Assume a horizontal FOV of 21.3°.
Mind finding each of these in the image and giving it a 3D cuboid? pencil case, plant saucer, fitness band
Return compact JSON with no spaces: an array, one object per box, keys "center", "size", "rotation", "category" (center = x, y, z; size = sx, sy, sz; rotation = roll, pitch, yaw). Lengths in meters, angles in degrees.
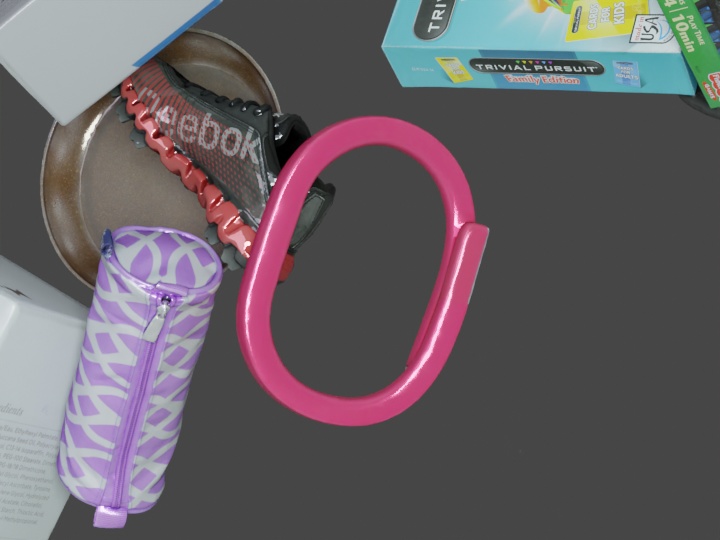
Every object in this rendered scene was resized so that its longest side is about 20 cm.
[{"center":[-0.146,0.066,1.260],"size":[0.086,0.084,0.201],"rotation":[-116,35,-51],"category":"pencil case"},{"center":[-0.137,-0.073,1.361],"size":[0.199,0.032,0.201],"rotation":[-6,76,24],"category":"plant saucer"},{"center":[0.000,0.000,1.229],"size":[0.143,0.037,0.201],"rotation":[19,87,-12],"category":"fitness band"}]

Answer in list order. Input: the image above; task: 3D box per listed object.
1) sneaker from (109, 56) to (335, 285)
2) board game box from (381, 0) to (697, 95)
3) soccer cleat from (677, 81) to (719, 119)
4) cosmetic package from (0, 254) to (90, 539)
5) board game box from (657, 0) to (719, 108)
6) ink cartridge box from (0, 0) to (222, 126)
[{"center":[-0.089,-0.087,1.286],"size":[0.098,0.071,0.201],"rotation":[-44,66,10],"category":"sneaker"},{"center":[0.129,-0.189,1.226],"size":[0.199,0.047,0.152],"rotation":[4,61,26],"category":"board game box"},{"center":[0.276,-0.097,1.153],"size":[0.200,0.073,0.068],"rotation":[15,65,45],"category":"soccer cleat"},{"center":[-0.289,0.089,1.321],"size":[0.164,0.165,0.201],"rotation":[28,91,28],"category":"cosmetic package"},{"center":[0.260,-0.178,1.060],"size":[0.199,0.152,0.037],"rotation":[-13,37,30],"category":"board game box"},{"center":[-0.173,-0.207,1.323],"size":[0.144,0.084,0.200],"rotation":[-36,25,14],"category":"ink cartridge box"}]
